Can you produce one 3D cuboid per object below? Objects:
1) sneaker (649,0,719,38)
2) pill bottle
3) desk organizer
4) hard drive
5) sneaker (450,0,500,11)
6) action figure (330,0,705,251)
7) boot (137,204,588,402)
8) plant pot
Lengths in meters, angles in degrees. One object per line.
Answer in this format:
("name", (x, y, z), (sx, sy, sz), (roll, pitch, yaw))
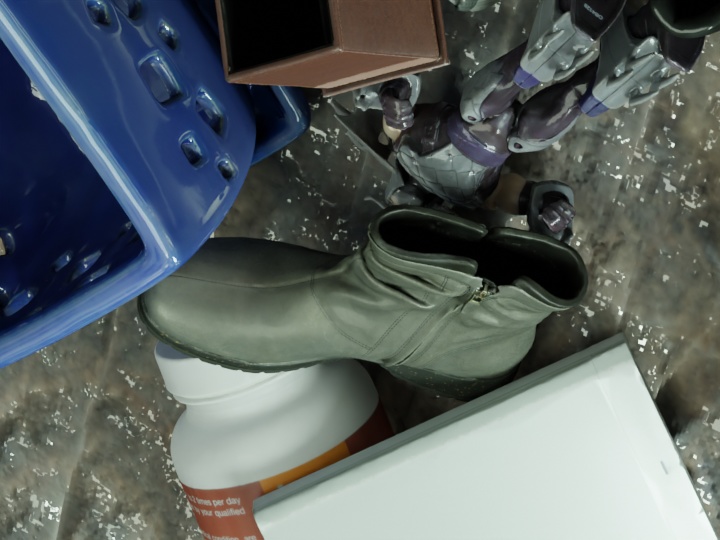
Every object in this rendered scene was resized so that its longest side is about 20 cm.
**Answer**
("sneaker", (0.164, -0.178, 1.165), (0.069, 0.100, 0.201), (25, 128, 16))
("pill bottle", (-0.030, 0.114, 1.455), (0.112, 0.112, 0.201), (-9, 112, 36))
("desk organizer", (-0.024, -0.183, 1.249), (0.071, 0.077, 0.201), (-11, 84, 37))
("hard drive", (0.065, 0.130, 1.390), (0.199, 0.026, 0.132), (-25, 106, 6))
("sneaker", (0.067, -0.207, 1.245), (0.087, 0.074, 0.201), (38, 129, 29))
("action figure", (0.064, -0.070, 1.304), (0.130, 0.070, 0.200), (27, 138, -23))
("boot", (0.000, 0.000, 1.339), (0.199, 0.068, 0.131), (9, 154, -7))
("plant pot", (-0.156, -0.086, 1.376), (0.200, 0.180, 0.201), (-27, 100, 41))
